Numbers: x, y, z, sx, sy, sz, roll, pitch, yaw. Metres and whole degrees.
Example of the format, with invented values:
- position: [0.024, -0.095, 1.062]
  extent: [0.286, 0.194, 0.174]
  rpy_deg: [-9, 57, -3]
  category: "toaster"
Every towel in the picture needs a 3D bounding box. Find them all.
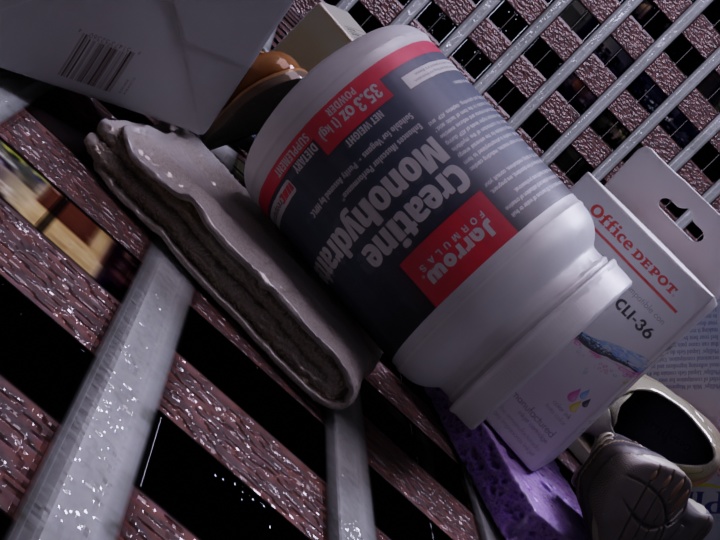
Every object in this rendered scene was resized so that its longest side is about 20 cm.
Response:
- position: [-0.064, -0.010, 0.648]
  extent: [0.200, 0.034, 0.133]
  rpy_deg: [46, 11, 1]
  category: "towel"

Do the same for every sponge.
- position: [0.105, 0.133, 0.773]
  extent: [0.111, 0.030, 0.200]
  rpy_deg: [40, 12, -30]
  category: "sponge"

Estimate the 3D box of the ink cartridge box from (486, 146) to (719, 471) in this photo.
- position: [0.151, 0.020, 0.750]
  extent: [0.117, 0.200, 0.067]
  rpy_deg: [47, 11, 17]
  category: "ink cartridge box"

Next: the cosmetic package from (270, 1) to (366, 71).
- position: [0.016, -0.139, 1.022]
  extent: [0.200, 0.071, 0.105]
  rpy_deg: [50, 15, 5]
  category: "cosmetic package"

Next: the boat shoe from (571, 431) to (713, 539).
- position: [0.168, 0.147, 0.733]
  extent: [0.073, 0.075, 0.200]
  rpy_deg: [41, -3, 34]
  category: "boat shoe"

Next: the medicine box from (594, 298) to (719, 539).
- position: [0.251, 0.121, 0.928]
  extent: [0.182, 0.102, 0.202]
  rpy_deg: [13, 74, -71]
  category: "medicine box"

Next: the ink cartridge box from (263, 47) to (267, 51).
- position: [-0.034, -0.116, 1.093]
  extent: [0.200, 0.059, 0.104]
  rpy_deg: [41, 11, -25]
  category: "ink cartridge box"

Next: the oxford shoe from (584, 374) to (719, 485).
- position: [0.171, 0.085, 0.818]
  extent: [0.199, 0.071, 0.074]
  rpy_deg: [25, -5, 16]
  category: "oxford shoe"

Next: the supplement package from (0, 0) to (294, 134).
- position: [-0.162, -0.212, 0.646]
  extent: [0.190, 0.147, 0.200]
  rpy_deg: [15, 30, -49]
  category: "supplement package"

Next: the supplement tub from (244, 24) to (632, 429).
- position: [0.042, -0.026, 0.651]
  extent: [0.200, 0.140, 0.140]
  rpy_deg: [48, 11, 10]
  category: "supplement tub"

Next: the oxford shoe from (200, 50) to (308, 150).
- position: [-0.084, -0.125, 0.758]
  extent: [0.072, 0.071, 0.200]
  rpy_deg: [71, -17, -7]
  category: "oxford shoe"

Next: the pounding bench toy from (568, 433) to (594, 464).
- position: [0.307, 0.162, 1.107]
  extent: [0.200, 0.156, 0.124]
  rpy_deg: [49, 11, 16]
  category: "pounding bench toy"

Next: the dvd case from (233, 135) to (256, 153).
- position: [-0.169, -0.186, 0.950]
  extent: [0.142, 0.018, 0.200]
  rpy_deg: [34, 15, -50]
  category: "dvd case"
